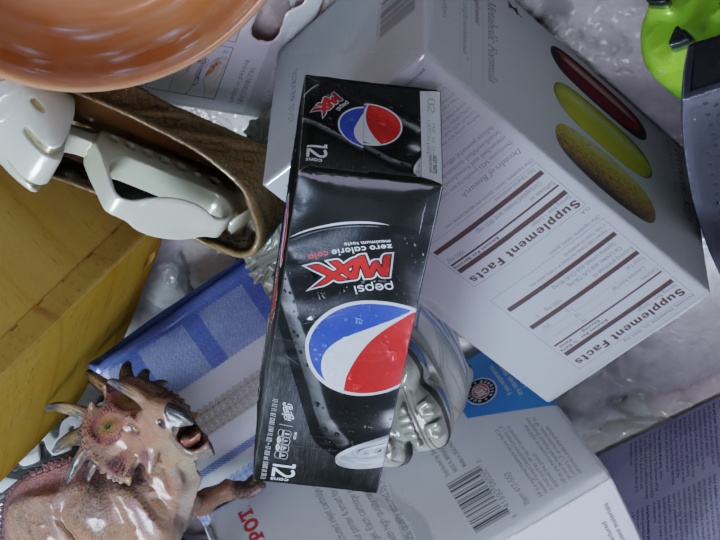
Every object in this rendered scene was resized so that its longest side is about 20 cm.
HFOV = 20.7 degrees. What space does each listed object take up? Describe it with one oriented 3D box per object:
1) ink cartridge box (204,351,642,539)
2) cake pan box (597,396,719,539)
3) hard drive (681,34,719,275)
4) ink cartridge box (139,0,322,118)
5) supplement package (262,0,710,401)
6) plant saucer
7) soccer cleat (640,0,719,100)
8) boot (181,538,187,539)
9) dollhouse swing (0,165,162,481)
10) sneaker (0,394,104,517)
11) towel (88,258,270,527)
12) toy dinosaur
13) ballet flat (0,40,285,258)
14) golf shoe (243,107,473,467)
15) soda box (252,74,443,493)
[{"bbox_3d":[0.034,0.147,1.068,0.200,0.147,0.086,-31,124,-2],"label":"ink cartridge box"},{"bbox_3d":[0.163,0.169,1.083,0.184,0.200,0.052,-32,117,24],"label":"cake pan box"},{"bbox_3d":[0.221,-0.061,0.947,0.134,0.042,0.200,-18,148,9],"label":"hard drive"},{"bbox_3d":[-0.113,-0.160,0.957,0.199,0.050,0.161,6,131,-24],"label":"ink cartridge box"},{"bbox_3d":[0.064,-0.049,0.970,0.200,0.114,0.109,37,123,-27],"label":"supplement package"},{"bbox_3d":[-0.120,-0.177,0.875,0.199,0.037,0.201,-9,122,-14],"label":"plant saucer"},{"bbox_3d":[0.227,-0.138,0.926,0.199,0.068,0.081,-26,146,19],"label":"soccer cleat"},{"bbox_3d":[-0.183,0.195,1.217,0.162,0.074,0.198,-17,132,20],"label":"boot"},{"bbox_3d":[-0.229,0.004,0.995,0.176,0.200,0.182,34,136,7],"label":"dollhouse swing"},{"bbox_3d":[-0.194,0.141,1.134,0.199,0.066,0.091,-23,81,2],"label":"sneaker"},{"bbox_3d":[-0.043,0.081,1.108,0.147,0.024,0.200,-35,122,-3],"label":"towel"},{"bbox_3d":[-0.141,0.120,1.042,0.200,0.086,0.136,-29,122,20],"label":"toy dinosaur"},{"bbox_3d":[-0.125,-0.056,0.944,0.199,0.072,0.068,25,124,-19],"label":"ballet flat"},{"bbox_3d":[0.000,0.000,1.045,0.078,0.097,0.201,-15,102,31],"label":"golf shoe"},{"bbox_3d":[-0.008,0.011,0.904,0.063,0.071,0.201,6,133,-5],"label":"soda box"}]
